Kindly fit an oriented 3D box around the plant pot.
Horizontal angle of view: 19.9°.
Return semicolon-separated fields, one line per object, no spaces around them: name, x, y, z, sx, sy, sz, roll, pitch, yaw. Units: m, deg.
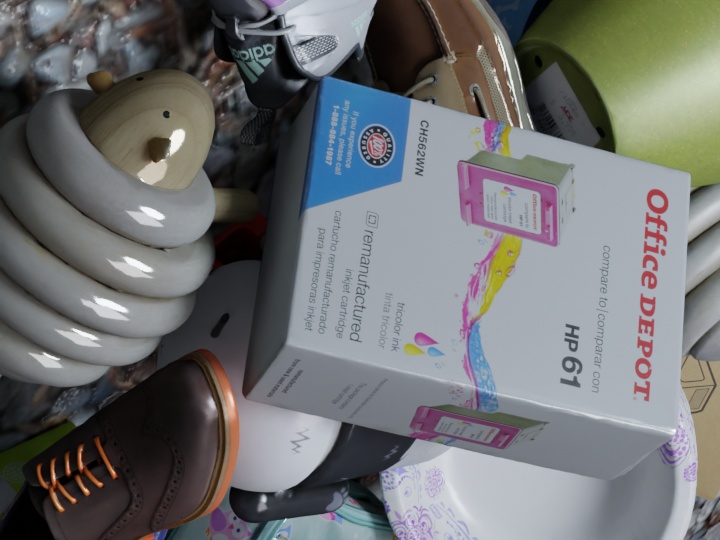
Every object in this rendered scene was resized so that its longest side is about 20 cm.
plant pot;0.183;-0.121;1.135;0.199;0.187;0.188;-28;140;-26

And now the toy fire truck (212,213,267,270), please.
toy fire truck;0.000;0.000;1.215;0.199;0.049;0.142;-33;140;-27

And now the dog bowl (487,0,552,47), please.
dog bowl;0.089;-0.082;1.199;0.111;0.049;0.202;19;89;-52

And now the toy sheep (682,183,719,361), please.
toy sheep;0.202;-0.013;1.241;0.137;0.200;0.138;-35;162;-13

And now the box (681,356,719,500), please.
box;0.176;0.057;1.359;0.021;0.198;0.164;-74;-174;-55

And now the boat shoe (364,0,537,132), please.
boat shoe;0.046;-0.082;1.086;0.075;0.201;0.072;-24;-170;45

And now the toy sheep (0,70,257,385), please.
toy sheep;-0.133;-0.011;0.970;0.137;0.138;0.201;8;122;-52

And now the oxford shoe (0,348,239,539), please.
oxford shoe;-0.123;0.104;1.019;0.072;0.072;0.200;-11;155;-37

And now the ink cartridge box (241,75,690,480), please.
ink cartridge box;0.055;0.006;0.996;0.198;0.146;0.085;14;154;-14

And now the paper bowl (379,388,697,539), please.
paper bowl;0.116;0.116;1.312;0.202;0.200;0.104;-62;177;17

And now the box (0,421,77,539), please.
box;-0.228;0.175;1.113;0.199;0.048;0.123;-23;137;-35

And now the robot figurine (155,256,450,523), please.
robot figurine;-0.016;0.049;1.092;0.199;0.152;0.124;-7;169;-45

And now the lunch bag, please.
lunch bag;-0.049;0.200;1.318;0.161;0.077;0.200;-55;147;7

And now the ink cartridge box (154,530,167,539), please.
ink cartridge box;-0.181;0.197;1.114;0.199;0.039;0.100;-5;123;-49

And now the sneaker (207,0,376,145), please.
sneaker;-0.055;-0.129;0.976;0.199;0.077;0.141;-5;107;-46
